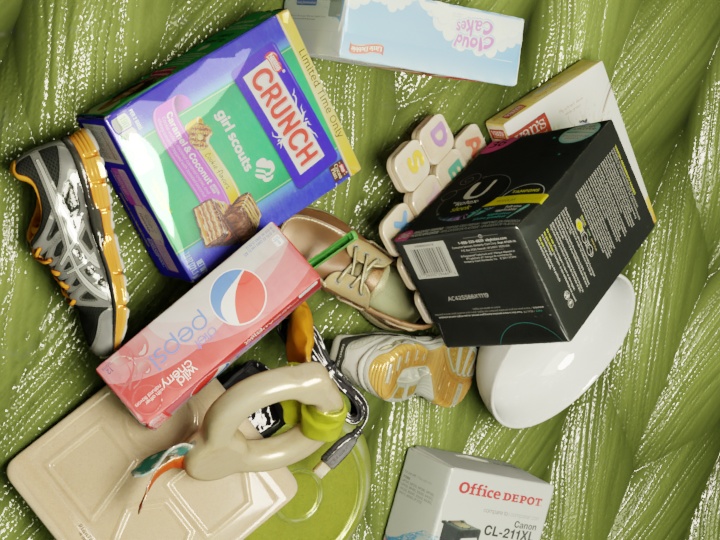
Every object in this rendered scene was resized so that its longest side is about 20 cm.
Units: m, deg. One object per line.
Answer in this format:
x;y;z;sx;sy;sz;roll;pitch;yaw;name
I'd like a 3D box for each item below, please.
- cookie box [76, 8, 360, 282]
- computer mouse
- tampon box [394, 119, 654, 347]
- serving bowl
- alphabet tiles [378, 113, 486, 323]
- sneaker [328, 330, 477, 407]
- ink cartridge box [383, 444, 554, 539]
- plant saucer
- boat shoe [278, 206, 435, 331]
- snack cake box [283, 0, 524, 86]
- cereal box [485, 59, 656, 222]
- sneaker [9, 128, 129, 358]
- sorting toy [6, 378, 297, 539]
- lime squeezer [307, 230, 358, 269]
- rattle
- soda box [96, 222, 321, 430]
-0.122;-0.114;1.307;0.200;0.075;0.171;-36;114;-23;cookie box
-0.091;0.150;1.370;0.200;0.046;0.140;-42;93;-12;computer mouse
0.161;-0.036;1.399;0.200;0.150;0.126;-47;119;-41;tampon box
0.192;0.067;1.522;0.200;0.066;0.200;-29;142;-25;serving bowl
0.093;-0.049;1.449;0.196;0.015;0.200;-48;119;-40;alphabet tiles
0.044;0.088;1.455;0.200;0.088;0.076;15;93;-57;sneaker
0.101;0.297;1.521;0.146;0.083;0.200;14;92;-33;ink cartridge box
-0.067;0.218;1.431;0.200;0.031;0.200;-7;103;-31;plant saucer
0.000;0.000;1.406;0.200;0.074;0.076;30;83;-33;boat shoe
0.039;-0.220;1.365;0.200;0.115;0.067;4;97;-33;snack cake box
0.227;-0.104;1.550;0.144;0.040;0.200;-35;116;-21;cereal box
-0.246;-0.019;1.255;0.077;0.078;0.200;-13;103;-15;sneaker
-0.185;0.187;1.310;0.200;0.036;0.185;-39;92;-17;sorting toy
-0.093;0.015;1.350;0.200;0.038;0.071;-26;151;-3;lime squeezer
-0.123;0.113;1.288;0.200;0.130;0.143;-24;69;2;rattle
-0.130;0.049;1.275;0.200;0.063;0.070;-41;84;-6;soda box
